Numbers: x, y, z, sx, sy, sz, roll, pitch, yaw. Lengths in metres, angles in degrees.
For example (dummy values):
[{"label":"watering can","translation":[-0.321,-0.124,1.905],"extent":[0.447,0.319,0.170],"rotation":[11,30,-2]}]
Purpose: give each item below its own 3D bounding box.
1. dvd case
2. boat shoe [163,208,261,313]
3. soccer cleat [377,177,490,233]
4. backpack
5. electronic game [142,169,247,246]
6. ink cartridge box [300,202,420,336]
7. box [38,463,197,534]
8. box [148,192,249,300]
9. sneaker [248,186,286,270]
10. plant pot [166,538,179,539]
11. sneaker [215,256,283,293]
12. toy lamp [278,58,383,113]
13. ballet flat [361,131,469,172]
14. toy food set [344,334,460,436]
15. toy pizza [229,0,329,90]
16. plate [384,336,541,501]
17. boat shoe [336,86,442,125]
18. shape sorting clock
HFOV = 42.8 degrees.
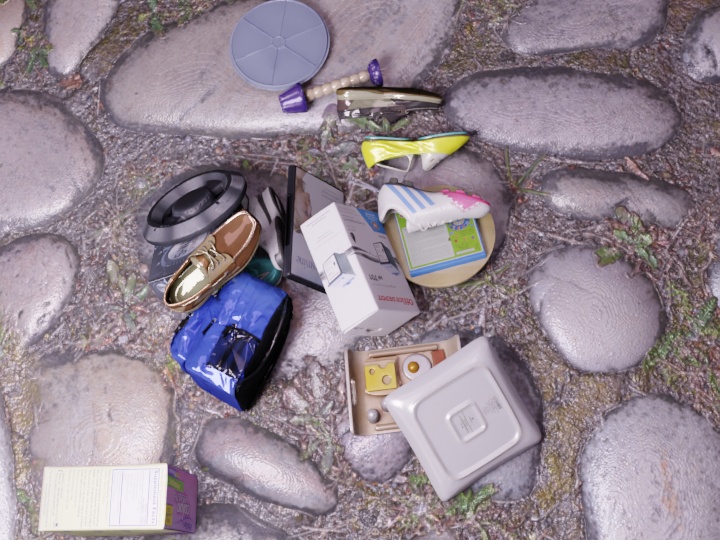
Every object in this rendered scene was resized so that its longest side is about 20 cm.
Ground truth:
[{"label":"dvd case","translation":[-0.079,-0.067,1.595],"extent":[0.017,0.142,0.203],"rotation":[-12,67,35]},{"label":"boat shoe","translation":[-0.234,-0.009,1.439],"extent":[0.076,0.074,0.200],"rotation":[42,98,8]},{"label":"soccer cleat","translation":[0.124,-0.100,1.583],"extent":[0.197,0.070,0.088],"rotation":[11,82,16]},{"label":"backpack","translation":[-0.209,0.103,1.527],"extent":[0.166,0.163,0.202],"rotation":[29,73,3]},{"label":"electronic game","translation":[-0.284,-0.108,1.569],"extent":[0.197,0.042,0.201],"rotation":[-20,32,13]},{"label":"ink cartridge box","translation":[0.000,0.000,1.544],"extent":[0.085,0.146,0.202],"rotation":[-34,69,26]},{"label":"box","translation":[-0.378,0.366,1.455],"extent":[0.197,0.176,0.098],"rotation":[-2,71,6]},{"label":"box","translation":[-0.273,-0.054,1.574],"extent":[0.158,0.044,0.202],"rotation":[-17,41,12]},{"label":"sneaker","translation":[-0.181,-0.053,1.616],"extent":[0.114,0.076,0.202],"rotation":[-27,42,7]},{"label":"plant pot","translation":[-0.371,0.521,1.412],"extent":[0.187,0.200,0.203],"rotation":[-6,70,16]},{"label":"sneaker","translation":[-0.235,0.005,1.613],"extent":[0.196,0.080,0.079],"rotation":[-1,71,5]},{"label":"toy lamp","translation":[-0.057,-0.342,1.725],"extent":[0.197,0.058,0.059],"rotation":[-17,70,-1]},{"label":"ballet flat","translation":[0.100,-0.213,1.667],"extent":[0.197,0.067,0.068],"rotation":[-1,92,9]},{"label":"toy food set","translation":[0.075,0.189,1.527],"extent":[0.197,0.061,0.146],"rotation":[-7,71,3]},{"label":"toy pizza","translation":[-0.156,-0.434,1.779],"extent":[0.197,0.032,0.203],"rotation":[-2,71,4]},{"label":"plate","translation":[0.169,0.240,1.473],"extent":[0.198,0.032,0.201],"rotation":[-31,95,-4]},{"label":"boat shoe","translation":[0.052,-0.303,1.697],"extent":[0.197,0.072,0.067],"rotation":[1,109,-9]},{"label":"shape sorting clock","translation":[0.138,-0.061,1.616],"extent":[0.197,0.039,0.203],"rotation":[-3,67,6]}]
